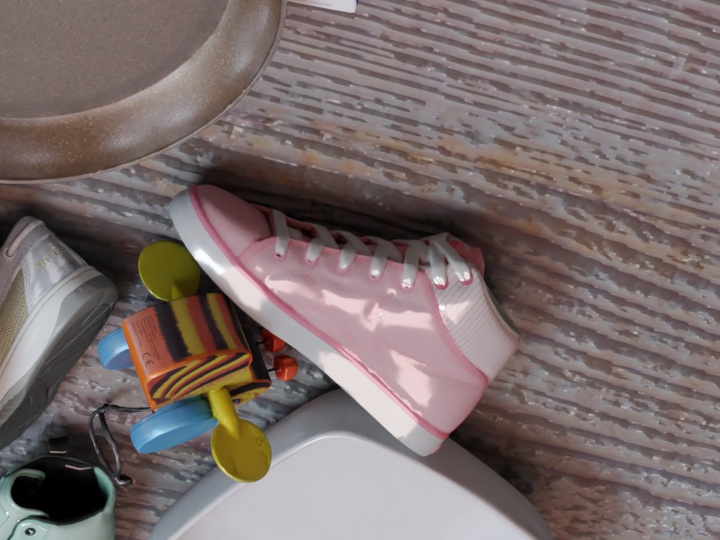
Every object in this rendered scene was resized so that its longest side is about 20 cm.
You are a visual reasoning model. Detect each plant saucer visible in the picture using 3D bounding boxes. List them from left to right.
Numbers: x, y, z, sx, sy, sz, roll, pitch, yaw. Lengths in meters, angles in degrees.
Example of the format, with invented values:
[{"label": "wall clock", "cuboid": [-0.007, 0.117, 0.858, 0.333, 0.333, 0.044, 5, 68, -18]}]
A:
[{"label": "plant saucer", "cuboid": [-0.132, -0.112, 1.067, 0.200, 0.032, 0.200, -11, 147, -7]}]

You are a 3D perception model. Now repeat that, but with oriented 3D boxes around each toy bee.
[{"label": "toy bee", "cuboid": [-0.085, 0.045, 1.313, 0.109, 0.200, 0.131, -20, 97, -17]}]

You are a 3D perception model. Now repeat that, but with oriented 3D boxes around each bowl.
[{"label": "bowl", "cuboid": [-0.005, 0.154, 1.417, 0.200, 0.075, 0.200, 36, 124, -27]}]

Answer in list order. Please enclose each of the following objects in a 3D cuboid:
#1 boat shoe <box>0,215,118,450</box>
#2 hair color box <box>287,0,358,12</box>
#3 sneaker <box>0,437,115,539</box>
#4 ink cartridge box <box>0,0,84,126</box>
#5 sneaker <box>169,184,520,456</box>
[{"label": "boat shoe", "cuboid": [-0.204, 0.054, 1.339, 0.065, 0.074, 0.202, 47, 129, 9]}, {"label": "hair color box", "cuboid": [-0.053, -0.190, 1.046, 0.109, 0.065, 0.200, 11, 161, 8]}, {"label": "sneaker", "cuboid": [-0.235, 0.149, 1.391, 0.200, 0.074, 0.118, -8, 146, -20]}, {"label": "ink cartridge box", "cuboid": [-0.198, -0.144, 1.100, 0.145, 0.084, 0.200, -5, 144, -11]}, {"label": "sneaker", "cuboid": [0.000, 0.000, 1.283, 0.200, 0.075, 0.105, 41, 103, -18]}]
